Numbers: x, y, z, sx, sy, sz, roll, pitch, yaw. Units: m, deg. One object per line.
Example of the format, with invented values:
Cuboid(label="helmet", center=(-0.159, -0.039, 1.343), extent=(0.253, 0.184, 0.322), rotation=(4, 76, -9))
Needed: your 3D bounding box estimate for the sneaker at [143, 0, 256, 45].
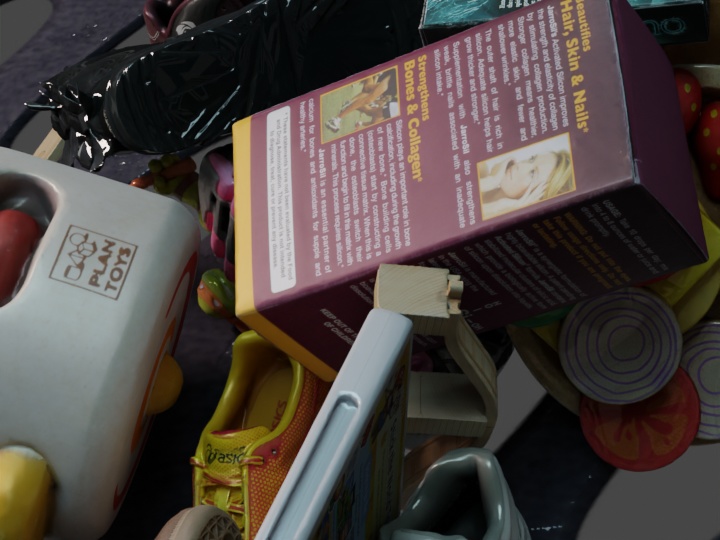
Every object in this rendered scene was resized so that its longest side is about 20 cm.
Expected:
Cuboid(label="sneaker", center=(-0.043, -0.148, 1.099), extent=(0.199, 0.116, 0.076), rotation=(-5, 47, 11))

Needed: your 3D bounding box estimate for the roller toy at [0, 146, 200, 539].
Cuboid(label="roller toy", center=(-0.158, 0.040, 0.896), extent=(0.139, 0.183, 0.200), rotation=(17, 9, -1))

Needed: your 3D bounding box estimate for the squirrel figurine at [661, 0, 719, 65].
Cuboid(label="squirrel figurine", center=(0.131, -0.118, 0.938), extent=(0.200, 0.187, 0.142), rotation=(34, 55, 1))

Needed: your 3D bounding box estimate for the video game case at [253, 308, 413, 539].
Cuboid(label="video game case", center=(-0.023, 0.143, 0.766), extent=(0.023, 0.200, 0.182), rotation=(18, 54, 13))

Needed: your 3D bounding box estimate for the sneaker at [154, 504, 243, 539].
Cuboid(label="sneaker", center=(-0.114, 0.197, 0.794), extent=(0.075, 0.070, 0.201), rotation=(8, 73, 29))

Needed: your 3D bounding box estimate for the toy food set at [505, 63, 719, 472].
Cuboid(label="toy food set", center=(0.162, 0.000, 0.872), extent=(0.198, 0.200, 0.049), rotation=(-48, 7, 13))

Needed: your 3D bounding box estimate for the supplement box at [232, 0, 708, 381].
Cuboid(label="supplement box", center=(0.046, -0.037, 0.816), extent=(0.199, 0.086, 0.111), rotation=(-19, 57, 24))

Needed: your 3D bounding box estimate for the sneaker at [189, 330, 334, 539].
Cuboid(label="sneaker", center=(-0.062, 0.121, 0.869), extent=(0.073, 0.077, 0.201), rotation=(-9, 56, 26))

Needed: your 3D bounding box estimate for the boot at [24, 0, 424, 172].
Cuboid(label="boot", center=(-0.075, -0.107, 0.976), extent=(0.198, 0.074, 0.162), rotation=(-21, 10, -20))

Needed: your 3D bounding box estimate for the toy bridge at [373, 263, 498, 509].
Cuboid(label="toy bridge", center=(0.030, 0.061, 0.832), extent=(0.067, 0.200, 0.027), rotation=(5, 56, -5))

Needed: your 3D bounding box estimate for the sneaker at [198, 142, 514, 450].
Cuboid(label="sneaker", center=(0.000, 0.000, 0.938), extent=(0.200, 0.079, 0.095), rotation=(46, 65, 7))

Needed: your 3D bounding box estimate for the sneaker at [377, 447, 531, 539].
Cuboid(label="sneaker", center=(0.024, 0.163, 0.801), extent=(0.078, 0.100, 0.200), rotation=(5, 49, 15))

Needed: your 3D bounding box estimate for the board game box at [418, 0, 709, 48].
Cuboid(label="board game box", center=(0.106, -0.186, 0.886), extent=(0.135, 0.028, 0.201), rotation=(-3, 50, 16))

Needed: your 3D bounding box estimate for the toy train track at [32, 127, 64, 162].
Cuboid(label="toy train track", center=(-0.179, -0.031, 1.051), extent=(0.200, 0.033, 0.115), rotation=(5, 57, 54))

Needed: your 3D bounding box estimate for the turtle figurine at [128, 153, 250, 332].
Cuboid(label="turtle figurine", center=(-0.036, -0.020, 1.014), extent=(0.200, 0.064, 0.161), rotation=(39, 82, 28))
